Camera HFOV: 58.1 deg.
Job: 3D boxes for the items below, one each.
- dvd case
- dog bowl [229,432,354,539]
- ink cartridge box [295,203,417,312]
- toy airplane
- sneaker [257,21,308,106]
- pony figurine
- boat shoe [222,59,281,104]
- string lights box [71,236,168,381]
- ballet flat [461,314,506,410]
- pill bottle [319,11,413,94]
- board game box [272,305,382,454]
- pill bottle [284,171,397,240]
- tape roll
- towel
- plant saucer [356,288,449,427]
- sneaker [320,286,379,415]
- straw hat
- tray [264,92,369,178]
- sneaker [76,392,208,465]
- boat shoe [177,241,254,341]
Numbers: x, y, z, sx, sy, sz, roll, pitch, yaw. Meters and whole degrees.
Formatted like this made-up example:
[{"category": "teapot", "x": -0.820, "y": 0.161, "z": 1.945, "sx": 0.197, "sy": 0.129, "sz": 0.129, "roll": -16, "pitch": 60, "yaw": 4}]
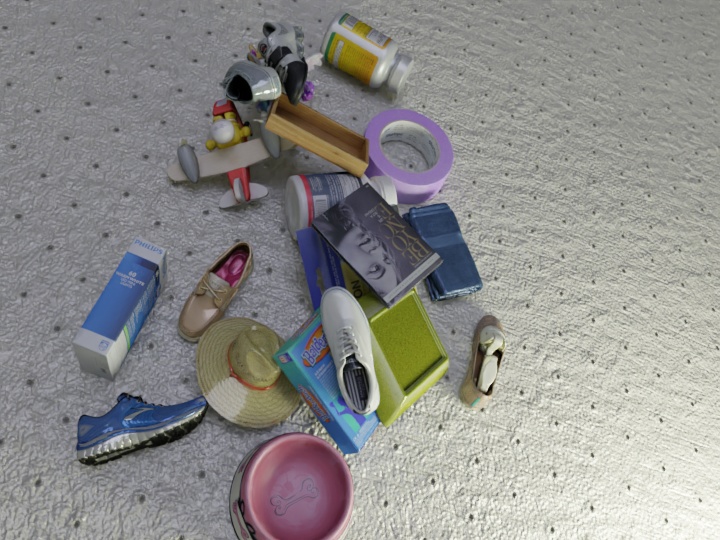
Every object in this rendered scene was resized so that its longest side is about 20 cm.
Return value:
[{"category": "dvd case", "x": 0.030, "y": -0.048, "z": 1.116, "sx": 0.148, "sy": 0.016, "sz": 0.200, "roll": -37, "pitch": 78, "yaw": -32}, {"category": "dog bowl", "x": -0.097, "y": 0.338, "z": 0.976, "sx": 0.195, "sy": 0.074, "sz": 0.204, "roll": 7, "pitch": 60, "yaw": -13}, {"category": "ink cartridge box", "x": 0.000, "y": 0.000, "z": 1.165, "sx": 0.197, "sy": 0.047, "sz": 0.202, "roll": -18, "pitch": 99, "yaw": -28}, {"category": "toy airplane", "x": -0.242, "y": -0.221, "z": 1.211, "sx": 0.197, "sy": 0.142, "sz": 0.202, "roll": 29, "pitch": 76, "yaw": 18}, {"category": "sneaker", "x": -0.147, "y": -0.383, "z": 1.191, "sx": 0.087, "sy": 0.074, "sz": 0.203, "roll": 9, "pitch": 49, "yaw": -26}, {"category": "pony figurine", "x": -0.148, "y": -0.358, "z": 1.310, "sx": 0.203, "sy": 0.164, "sz": 0.193, "roll": 64, "pitch": 21, "yaw": -7}, {"category": "boat shoe", "x": -0.219, "y": -0.345, "z": 1.197, "sx": 0.070, "sy": 0.072, "sz": 0.199, "roll": -23, "pitch": 28, "yaw": -27}, {"category": "string lights box", "x": -0.376, "y": 0.060, "z": 1.034, "sx": 0.058, "sy": 0.103, "sz": 0.203, "roll": 21, "pitch": 57, "yaw": -3}, {"category": "ballet flat", "x": 0.236, "y": 0.158, "z": 1.183, "sx": 0.067, "sy": 0.068, "sz": 0.203, "roll": 22, "pitch": 57, "yaw": -4}, {"category": "pill bottle", "x": 0.017, "y": -0.484, "z": 1.459, "sx": 0.197, "sy": 0.113, "sz": 0.114, "roll": 30, "pitch": 57, "yaw": 2}, {"category": "board game box", "x": -0.031, "y": 0.167, "z": 1.053, "sx": 0.202, "sy": 0.045, "sz": 0.152, "roll": 56, "pitch": 47, "yaw": -11}, {"category": "pill bottle", "x": -0.037, "y": -0.127, "z": 1.234, "sx": 0.195, "sy": 0.120, "sz": 0.122, "roll": -7, "pitch": 63, "yaw": -21}, {"category": "tape roll", "x": 0.096, "y": -0.243, "z": 1.373, "sx": 0.195, "sy": 0.066, "sz": 0.204, "roll": 8, "pitch": 59, "yaw": -13}, {"category": "towel", "x": 0.163, "y": -0.038, "z": 1.285, "sx": 0.109, "sy": 0.049, "sz": 0.204, "roll": -9, "pitch": 63, "yaw": -21}, {"category": "plant saucer", "x": 0.069, "y": 0.124, "z": 1.097, "sx": 0.199, "sy": 0.047, "sz": 0.203, "roll": -30, "pitch": 94, "yaw": -46}, {"category": "sneaker", "x": -0.012, "y": 0.122, "z": 0.992, "sx": 0.071, "sy": 0.071, "sz": 0.204, "roll": -19, "pitch": 86, "yaw": 0}, {"category": "straw hat", "x": -0.166, "y": 0.138, "z": 1.036, "sx": 0.197, "sy": 0.085, "sz": 0.204, "roll": 19, "pitch": 45, "yaw": -20}, {"category": "tray", "x": -0.077, "y": -0.252, "z": 1.200, "sx": 0.197, "sy": 0.037, "sz": 0.100, "roll": 25, "pitch": 35, "yaw": -16}, {"category": "sneaker", "x": -0.327, "y": 0.218, "z": 0.974, "sx": 0.196, "sy": 0.079, "sz": 0.091, "roll": -12, "pitch": 67, "yaw": -22}, {"category": "boat shoe", "x": -0.247, "y": 0.027, "z": 1.111, "sx": 0.073, "sy": 0.070, "sz": 0.202, "roll": 27, "pitch": 57, "yaw": 1}]
